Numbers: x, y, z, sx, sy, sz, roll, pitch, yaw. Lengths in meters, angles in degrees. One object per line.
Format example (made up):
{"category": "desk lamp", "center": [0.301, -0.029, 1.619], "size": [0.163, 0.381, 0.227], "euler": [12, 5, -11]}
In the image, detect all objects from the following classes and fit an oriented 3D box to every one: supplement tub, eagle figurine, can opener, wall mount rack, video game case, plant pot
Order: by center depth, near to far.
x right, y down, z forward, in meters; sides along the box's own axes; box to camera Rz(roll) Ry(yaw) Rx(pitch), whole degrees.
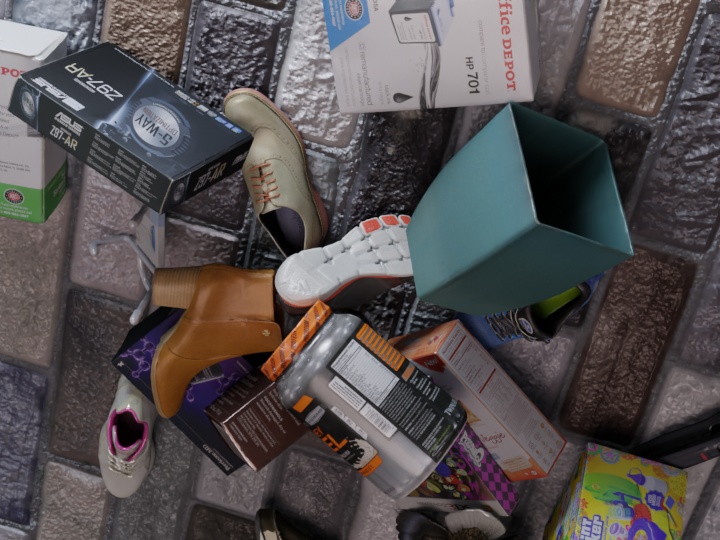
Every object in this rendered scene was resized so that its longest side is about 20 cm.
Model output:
{"category": "plant pot", "center": [0.146, -0.043, 1.473], "size": [0.141, 0.142, 0.200], "euler": [16, 142, -37]}
{"category": "supplement tub", "center": [0.001, 0.131, 1.497], "size": [0.200, 0.123, 0.123], "euler": [40, 120, 0]}
{"category": "wall mount rack", "center": [-0.246, -0.042, 1.568], "size": [0.074, 0.174, 0.201], "euler": [-13, 124, -26]}
{"category": "can opener", "center": [0.388, 0.192, 1.622], "size": [0.199, 0.064, 0.079], "euler": [-26, 112, 24]}
{"category": "video game case", "center": [0.063, 0.201, 1.660], "size": [0.181, 0.036, 0.200], "euler": [-6, 128, 47]}
{"category": "eagle figurine", "center": [0.118, 0.344, 1.709], "size": [0.150, 0.200, 0.152], "euler": [-30, 97, 7]}

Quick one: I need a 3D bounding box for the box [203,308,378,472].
{"category": "box", "center": [-0.068, 0.127, 1.602], "size": [0.200, 0.100, 0.075], "euler": [-37, 103, -13]}

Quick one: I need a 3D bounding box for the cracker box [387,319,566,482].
{"category": "cracker box", "center": [0.118, 0.153, 1.631], "size": [0.200, 0.058, 0.134], "euler": [48, 147, -15]}

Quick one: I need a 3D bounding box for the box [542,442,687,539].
{"category": "box", "center": [0.272, 0.339, 1.625], "size": [0.121, 0.201, 0.193], "euler": [16, 140, 2]}

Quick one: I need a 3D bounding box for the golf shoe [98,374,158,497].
{"category": "golf shoe", "center": [-0.288, 0.210, 1.763], "size": [0.075, 0.092, 0.201], "euler": [16, 123, 1]}

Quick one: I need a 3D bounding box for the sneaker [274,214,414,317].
{"category": "sneaker", "center": [0.000, 0.000, 1.576], "size": [0.199, 0.077, 0.082], "euler": [-14, 153, -12]}

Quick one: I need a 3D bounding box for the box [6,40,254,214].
{"category": "box", "center": [-0.231, -0.149, 1.474], "size": [0.199, 0.160, 0.044], "euler": [34, 122, 13]}

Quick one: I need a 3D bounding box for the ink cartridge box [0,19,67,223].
{"category": "ink cartridge box", "center": [-0.397, -0.167, 1.572], "size": [0.145, 0.084, 0.201], "euler": [12, 121, 5]}

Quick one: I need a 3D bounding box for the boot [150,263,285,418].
{"category": "boot", "center": [-0.154, 0.084, 1.589], "size": [0.143, 0.071, 0.202], "euler": [5, 121, 3]}

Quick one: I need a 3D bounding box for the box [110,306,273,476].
{"category": "box", "center": [-0.168, 0.123, 1.696], "size": [0.141, 0.079, 0.200], "euler": [-35, 107, 30]}

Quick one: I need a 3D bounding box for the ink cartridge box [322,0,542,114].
{"category": "ink cartridge box", "center": [0.072, -0.241, 1.429], "size": [0.199, 0.086, 0.147], "euler": [-2, 119, 15]}

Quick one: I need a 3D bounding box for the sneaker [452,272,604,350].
{"category": "sneaker", "center": [0.173, 0.039, 1.563], "size": [0.200, 0.089, 0.079], "euler": [-35, 107, 33]}

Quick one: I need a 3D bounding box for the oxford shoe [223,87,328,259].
{"category": "oxford shoe", "center": [-0.092, -0.100, 1.551], "size": [0.070, 0.074, 0.201], "euler": [-19, 114, 21]}

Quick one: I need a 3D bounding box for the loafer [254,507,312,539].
{"category": "loafer", "center": [-0.057, 0.363, 1.819], "size": [0.069, 0.075, 0.200], "euler": [-35, 112, 15]}
